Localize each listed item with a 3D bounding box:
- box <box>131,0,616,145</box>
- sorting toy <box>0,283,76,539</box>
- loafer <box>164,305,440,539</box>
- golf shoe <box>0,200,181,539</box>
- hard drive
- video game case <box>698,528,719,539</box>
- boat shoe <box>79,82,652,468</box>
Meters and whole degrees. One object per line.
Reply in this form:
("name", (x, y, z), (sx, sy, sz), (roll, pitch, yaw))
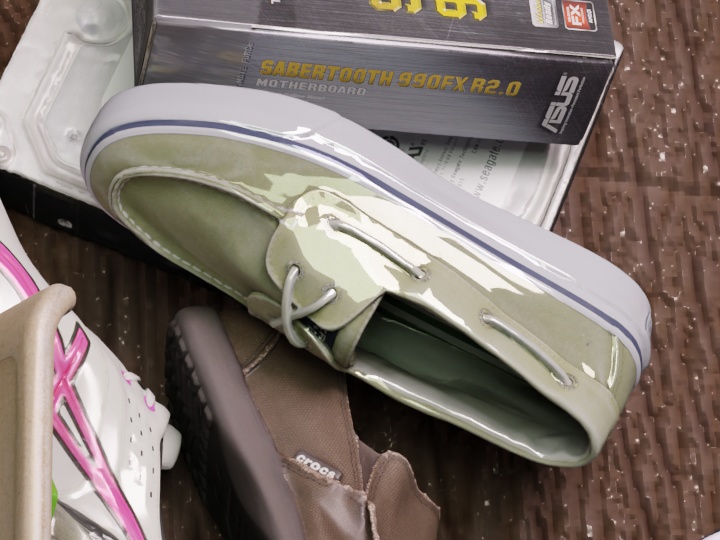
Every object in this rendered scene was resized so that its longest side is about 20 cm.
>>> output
("box", (-0.003, -0.139, 0.976), (0.158, 0.048, 0.200), (5, 51, -12))
("sorting toy", (-0.139, 0.120, 0.836), (0.036, 0.185, 0.201), (19, 61, -33))
("loafer", (-0.003, 0.089, 0.899), (0.071, 0.073, 0.200), (-14, 62, -17))
("golf shoe", (-0.110, 0.049, 0.922), (0.092, 0.073, 0.201), (-5, 68, -35))
("hard drive", (-0.022, -0.055, 0.983), (0.199, 0.038, 0.140), (23, 67, 4))
("video game case", (0.098, 0.177, 0.913), (0.200, 0.019, 0.143), (-25, 73, -16))
("boat shoe", (0.000, 0.000, 0.898), (0.199, 0.072, 0.062), (21, 45, 0))
